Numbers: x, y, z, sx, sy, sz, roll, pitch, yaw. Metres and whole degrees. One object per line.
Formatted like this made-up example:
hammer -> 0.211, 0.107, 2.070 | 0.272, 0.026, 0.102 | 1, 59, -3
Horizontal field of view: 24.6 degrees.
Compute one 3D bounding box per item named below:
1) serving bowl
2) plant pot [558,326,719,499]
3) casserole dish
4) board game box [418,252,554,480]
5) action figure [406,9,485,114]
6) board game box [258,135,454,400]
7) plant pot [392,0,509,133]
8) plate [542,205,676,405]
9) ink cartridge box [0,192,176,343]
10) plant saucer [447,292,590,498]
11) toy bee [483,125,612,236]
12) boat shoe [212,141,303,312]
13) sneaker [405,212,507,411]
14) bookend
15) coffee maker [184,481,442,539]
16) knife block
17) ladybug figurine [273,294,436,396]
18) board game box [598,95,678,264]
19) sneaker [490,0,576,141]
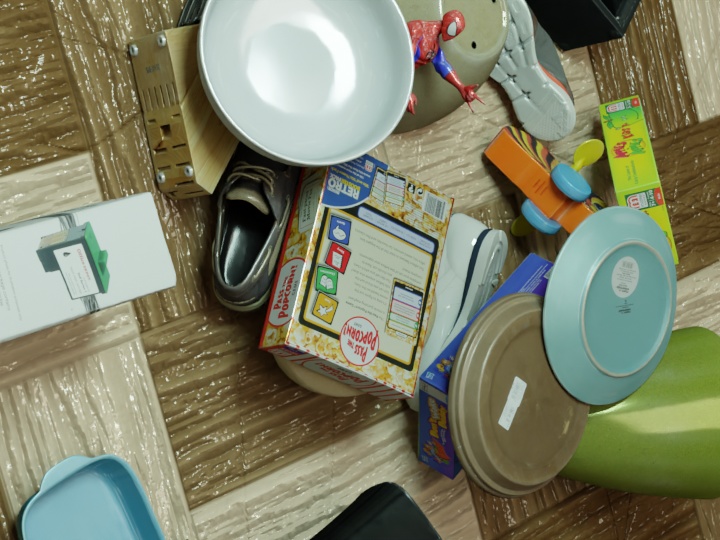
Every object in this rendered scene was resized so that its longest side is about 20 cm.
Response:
serving bowl -> -0.055, -0.184, 1.462 | 0.199, 0.066, 0.202 | 4, 80, -21
plant pot -> 0.279, 0.158, 1.758 | 0.199, 0.187, 0.189 | -2, 88, -22
casserole dish -> -0.223, 0.251, 1.405 | 0.121, 0.039, 0.201 | -32, 108, -37
board game box -> 0.133, 0.096, 1.663 | 0.200, 0.045, 0.135 | -45, 151, -33
action figure -> 0.031, -0.156, 1.532 | 0.099, 0.200, 0.065 | 56, 20, 16
board game box -> 0.000, 0.000, 1.511 | 0.151, 0.046, 0.201 | 25, 68, -32
plant pot -> 0.067, -0.242, 1.621 | 0.199, 0.134, 0.202 | 3, 85, -39
plate -> 0.257, 0.037, 1.639 | 0.199, 0.026, 0.202 | -8, 103, -39
ink cartridge box -> -0.270, 0.005, 1.316 | 0.199, 0.146, 0.085 | -20, 98, -40
plant saucer -> 0.161, 0.122, 1.601 | 0.199, 0.029, 0.202 | -4, 96, -43
toy bee -> 0.217, -0.066, 1.745 | 0.108, 0.130, 0.201 | -6, 73, -59
boat shoe -> -0.092, -0.064, 1.498 | 0.074, 0.073, 0.201 | 6, 80, 3
sneaker -> 0.079, 0.042, 1.657 | 0.201, 0.080, 0.076 | -69, 161, 1
bookend -> 0.233, -0.383, 1.796 | 0.199, 0.092, 0.201 | 44, 60, -28
coffee maker -> -0.029, 0.280, 1.503 | 0.200, 0.134, 0.193 | -34, 107, -37
knife block -> -0.117, -0.178, 1.509 | 0.175, 0.064, 0.201 | -15, 96, -39
ladybug figurine -> -0.010, 0.047, 1.575 | 0.199, 0.072, 0.137 | -22, 99, -38
board game box -> 0.297, -0.095, 1.772 | 0.200, 0.047, 0.102 | -86, 160, -58
sneaker -> 0.170, -0.235, 1.763 | 0.201, 0.077, 0.082 | 63, 27, -18
